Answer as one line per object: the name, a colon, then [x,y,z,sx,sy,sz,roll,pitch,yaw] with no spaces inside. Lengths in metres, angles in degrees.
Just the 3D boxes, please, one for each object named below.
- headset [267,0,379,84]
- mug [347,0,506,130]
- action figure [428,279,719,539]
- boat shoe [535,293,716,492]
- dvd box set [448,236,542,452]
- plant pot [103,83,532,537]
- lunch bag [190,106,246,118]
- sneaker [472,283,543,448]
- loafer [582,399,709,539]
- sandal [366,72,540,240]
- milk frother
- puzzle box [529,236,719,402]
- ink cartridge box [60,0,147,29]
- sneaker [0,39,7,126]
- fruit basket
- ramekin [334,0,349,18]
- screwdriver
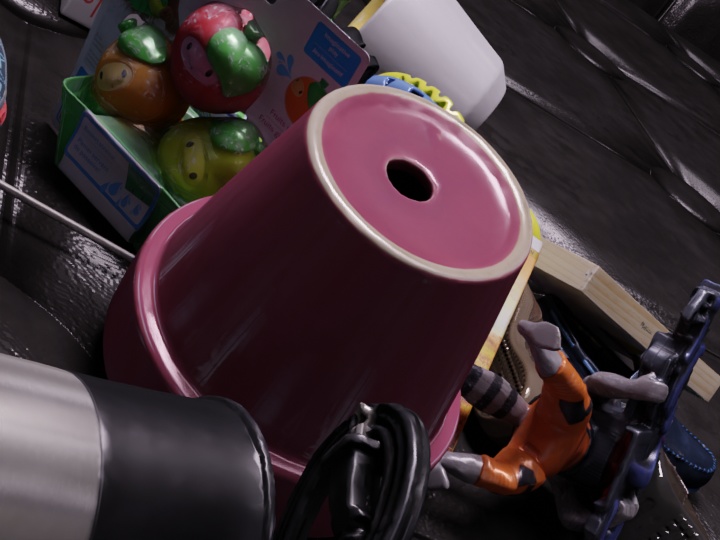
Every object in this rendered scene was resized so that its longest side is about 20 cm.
headset: [-0.048,-0.169,0.996,0.124,0.094,0.200,60,7,-23]
mug: [0.065,-0.211,1.355,0.153,0.149,0.187,42,28,-11]
action figure: [0.138,0.077,0.853,0.104,0.201,0.193,28,2,42]
boat shoe: [0.203,0.097,1.062,0.200,0.069,0.084,35,23,-7]
dvd box set: [0.027,0.016,0.884,0.146,0.029,0.200,35,53,-8]
plant pot: [-0.011,0.010,0.710,0.199,0.179,0.200,21,43,-20]
lunch bag: [-0.068,-0.098,1.027,0.160,0.076,0.200,34,22,-15]
sneaker: [0.114,0.077,0.999,0.076,0.070,0.200,51,21,-21]
loafer: [0.192,0.169,0.931,0.071,0.073,0.200,56,12,-35]
sandal: [0.049,-0.070,1.037,0.087,0.080,0.200,-25,65,-30]
milk frother: [-0.105,0.079,0.476,0.188,0.200,0.181,18,33,-38]
puzzle box: [0.202,0.032,1.127,0.200,0.025,0.133,37,-3,-37]
ink cartridge box: [-0.162,-0.235,1.091,0.200,0.116,0.067,26,27,-26]
sneaker: [-0.234,-0.118,0.787,0.079,0.096,0.200,31,24,-17]
fruit basket: [-0.106,-0.108,0.828,0.185,0.200,0.094,46,39,17]
ramekin: [-0.098,-0.307,1.343,0.200,0.098,0.200,32,23,-15]
screwdriver: [-0.149,-0.014,0.810,0.200,0.028,0.029,30,-7,-16]
